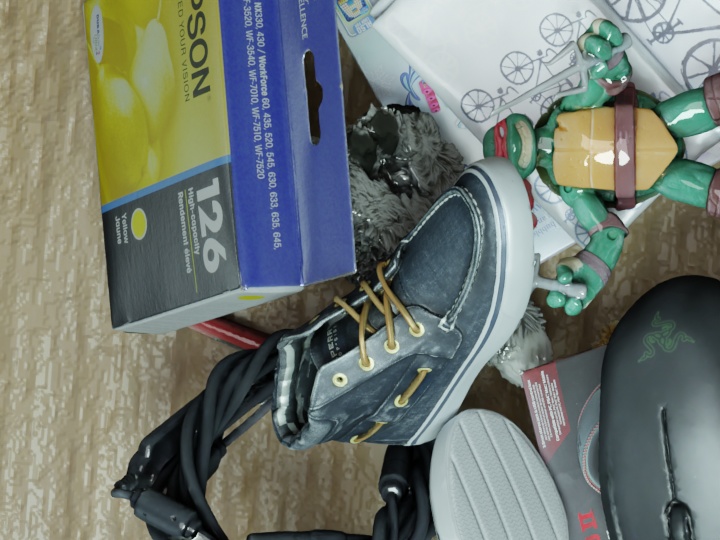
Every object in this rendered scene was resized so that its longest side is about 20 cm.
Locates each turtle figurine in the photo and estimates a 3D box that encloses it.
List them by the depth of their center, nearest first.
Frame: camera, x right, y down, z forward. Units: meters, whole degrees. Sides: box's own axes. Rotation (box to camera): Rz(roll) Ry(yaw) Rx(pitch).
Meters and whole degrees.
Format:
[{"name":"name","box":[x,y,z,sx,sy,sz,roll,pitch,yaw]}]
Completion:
[{"name":"turtle figurine","box":[0.135,-0.063,1.108,0.199,0.101,0.151,-3,111,7]}]

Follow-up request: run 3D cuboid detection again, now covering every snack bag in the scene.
[{"name":"snack bag","box":[0.135,-0.140,1.163,0.200,0.021,0.189,-43,86,10]}]

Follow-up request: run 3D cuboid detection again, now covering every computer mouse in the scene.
[{"name":"computer mouse","box":[0.164,0.098,1.046,0.138,0.053,0.201,-12,77,27]}]

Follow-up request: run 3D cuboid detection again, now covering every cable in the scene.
[{"name":"cable","box":[-0.024,0.102,1.152,0.163,0.200,0.051,27,134,30]}]

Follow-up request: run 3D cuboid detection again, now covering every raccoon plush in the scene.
[{"name":"raccoon plush","box":[0.000,0.000,1.192,0.134,0.097,0.201,-27,90,48]}]

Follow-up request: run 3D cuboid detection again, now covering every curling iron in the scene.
[{"name":"curling iron","box":[-0.035,0.043,1.245,0.199,0.026,0.050,29,100,8]}]

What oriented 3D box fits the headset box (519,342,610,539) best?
[{"name":"headset box","box":[0.181,0.103,1.110,0.199,0.075,0.150,-19,73,25]}]

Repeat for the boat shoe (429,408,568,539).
[{"name":"boat shoe","box":[0.070,0.172,1.089,0.072,0.071,0.201,0,62,-28]}]

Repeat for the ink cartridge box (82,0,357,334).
[{"name":"ink cartridge box","box":[-0.082,-0.077,1.167,0.200,0.047,0.199,-19,74,55]}]

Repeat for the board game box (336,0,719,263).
[{"name":"board game box","box":[0.109,-0.122,1.202,0.199,0.043,0.200,-30,87,10]}]

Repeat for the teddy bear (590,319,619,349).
[{"name":"teddy bear","box":[0.162,0.126,1.191,0.144,0.067,0.201,27,96,11]}]

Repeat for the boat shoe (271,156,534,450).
[{"name":"boat shoe","box":[0.018,0.026,1.069,0.090,0.201,0.071,-7,52,-25]}]
